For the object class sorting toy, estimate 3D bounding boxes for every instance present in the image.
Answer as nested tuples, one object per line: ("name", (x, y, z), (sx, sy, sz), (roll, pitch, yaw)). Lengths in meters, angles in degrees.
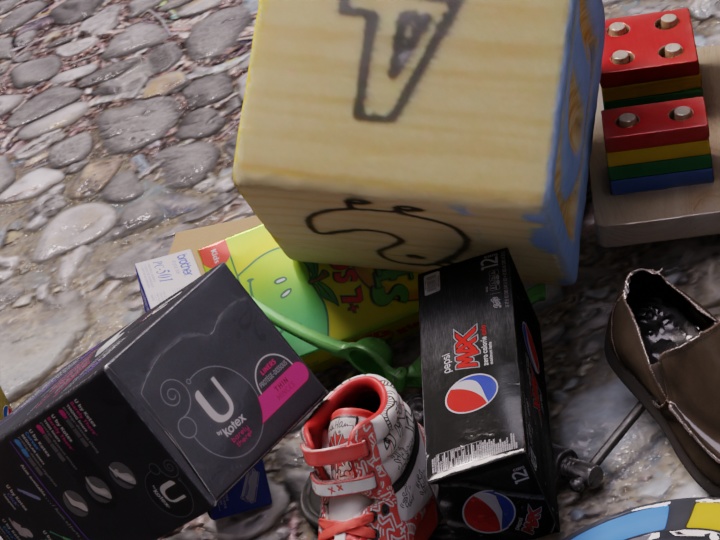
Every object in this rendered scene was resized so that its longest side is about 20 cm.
("sorting toy", (0.250, -0.114, 1.754), (0.198, 0.070, 0.200), (-7, 36, 7))

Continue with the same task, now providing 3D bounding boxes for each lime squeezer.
("lime squeezer", (0.024, 0.044, 1.694), (0.199, 0.071, 0.038), (-3, -12, 2))

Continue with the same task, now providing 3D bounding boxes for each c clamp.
("c clamp", (0.064, 0.121, 1.595), (0.199, 0.027, 0.171), (10, 48, 42))

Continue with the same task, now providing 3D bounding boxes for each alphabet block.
("alphabet block", (0.044, -0.112, 1.656), (0.199, 0.195, 0.197), (5, 75, 12))

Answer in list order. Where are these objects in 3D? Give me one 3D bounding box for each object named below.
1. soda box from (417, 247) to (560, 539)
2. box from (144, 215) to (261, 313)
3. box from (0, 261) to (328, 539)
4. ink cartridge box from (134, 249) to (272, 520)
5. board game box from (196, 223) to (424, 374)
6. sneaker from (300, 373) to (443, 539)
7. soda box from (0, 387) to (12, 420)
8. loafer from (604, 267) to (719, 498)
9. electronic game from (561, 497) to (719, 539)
("soda box", (0.076, 0.077, 1.557), (0.063, 0.071, 0.200), (-16, 35, 12))
("box", (-0.059, 0.002, 1.875), (0.199, 0.021, 0.164), (-13, 31, 19))
("box", (-0.135, 0.098, 1.542), (0.200, 0.106, 0.122), (-32, 9, 49))
("ink cartridge box", (-0.106, 0.073, 1.713), (0.044, 0.094, 0.200), (-15, 29, -7))
("board game box", (0.000, 0.000, 1.758), (0.199, 0.048, 0.102), (-22, 69, 2))
("sneaker", (-0.008, 0.153, 1.482), (0.067, 0.108, 0.202), (-8, 40, 29))
("soda box", (-0.331, 0.144, 1.782), (0.199, 0.068, 0.064), (-15, 29, 14))
("loafer", (0.203, 0.068, 1.508), (0.073, 0.072, 0.200), (-31, 45, -16))
("electronic game", (0.158, 0.191, 1.391), (0.199, 0.042, 0.200), (-17, 30, 10))
